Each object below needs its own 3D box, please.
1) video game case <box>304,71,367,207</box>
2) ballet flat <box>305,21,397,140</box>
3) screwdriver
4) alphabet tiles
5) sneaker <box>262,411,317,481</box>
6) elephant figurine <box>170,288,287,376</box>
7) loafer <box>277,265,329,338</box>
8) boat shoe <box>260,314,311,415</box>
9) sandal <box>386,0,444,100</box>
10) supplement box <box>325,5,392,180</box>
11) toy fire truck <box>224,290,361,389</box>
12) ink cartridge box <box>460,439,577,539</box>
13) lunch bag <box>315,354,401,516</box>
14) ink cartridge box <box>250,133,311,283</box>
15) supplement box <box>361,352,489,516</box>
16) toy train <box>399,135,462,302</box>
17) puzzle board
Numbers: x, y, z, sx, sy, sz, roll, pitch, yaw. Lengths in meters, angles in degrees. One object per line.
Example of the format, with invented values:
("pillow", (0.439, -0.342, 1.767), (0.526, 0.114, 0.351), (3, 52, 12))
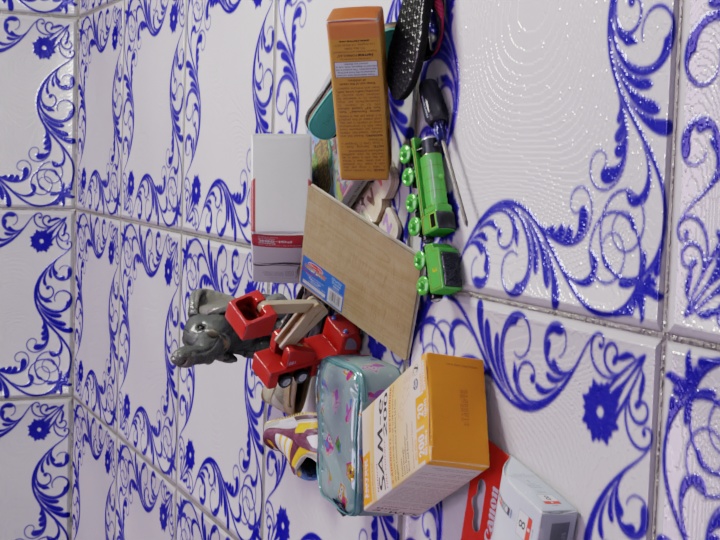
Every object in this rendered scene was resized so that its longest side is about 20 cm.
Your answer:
("video game case", (-0.032, -0.171, 1.715), (0.182, 0.022, 0.201), (127, 141, -56))
("ballet flat", (-0.002, -0.248, 1.595), (0.200, 0.068, 0.068), (-42, 18, 31))
("screwdriver", (0.094, -0.132, 1.445), (0.029, 0.028, 0.201), (-26, 60, 32))
("alphabet tiles", (0.002, -0.076, 1.674), (0.200, 0.015, 0.196), (112, 148, -40))
("sneaker", (-0.087, 0.254, 1.802), (0.200, 0.075, 0.090), (147, 125, -63))
("elephant figurine", (-0.211, 0.089, 1.923), (0.155, 0.199, 0.142), (141, 125, -60))
("loafer", (-0.067, 0.024, 1.701), (0.072, 0.063, 0.201), (-66, -7, -64))
("boat shoe", (-0.078, 0.114, 1.804), (0.065, 0.072, 0.201), (30, 111, 22))
("sandal", (0.076, -0.295, 1.482), (0.075, 0.045, 0.201), (18, 96, 60))
("supplement box", (0.001, -0.210, 1.528), (0.067, 0.069, 0.201), (-76, -19, -64))
("toy fire truck", (-0.081, 0.080, 1.631), (0.049, 0.200, 0.141), (48, 138, 36))
("ink cartridge box", (0.142, 0.277, 1.321), (0.200, 0.050, 0.163), (32, 119, 59))
("lunch bag", (-0.006, 0.210, 1.616), (0.160, 0.077, 0.201), (-166, 77, -65))
("ink cartridge box", (-0.110, -0.081, 1.752), (0.200, 0.083, 0.147), (102, 167, -70))
("supplement box", (0.068, 0.187, 1.430), (0.200, 0.073, 0.126), (128, 145, -57))
("toy train", (0.082, -0.064, 1.467), (0.056, 0.042, 0.201), (-26, 66, 53))
("puzzle board", (0.000, 0.000, 1.577), (0.200, 0.017, 0.151), (35, 133, 34))
